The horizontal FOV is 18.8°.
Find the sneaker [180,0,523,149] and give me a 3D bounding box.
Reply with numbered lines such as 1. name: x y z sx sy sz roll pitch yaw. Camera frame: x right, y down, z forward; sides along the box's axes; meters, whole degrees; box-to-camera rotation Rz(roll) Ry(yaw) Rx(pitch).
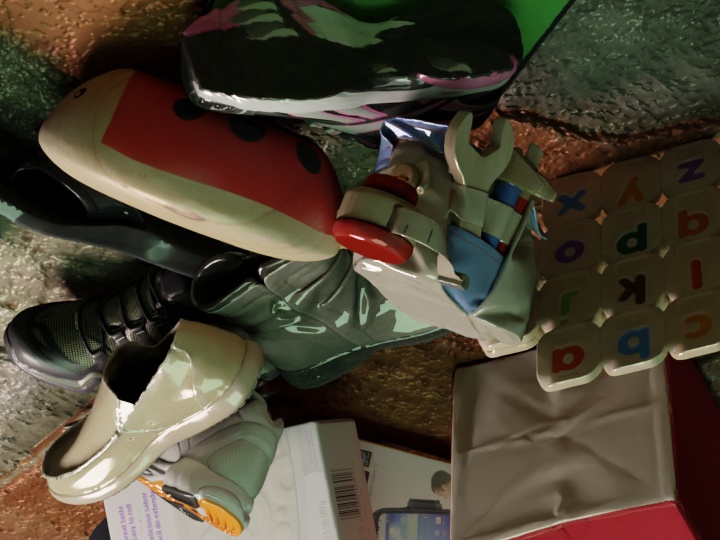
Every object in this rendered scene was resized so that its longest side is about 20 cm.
1. sneaker: -0.007 -0.104 1.285 0.199 0.081 0.086 2 145 -3

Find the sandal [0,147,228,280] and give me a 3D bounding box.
1. sandal: -0.167 -0.048 1.386 0.200 0.075 0.048 17 111 -35

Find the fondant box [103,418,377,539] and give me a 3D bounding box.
1. fondant box: -0.086 0.199 1.592 0.199 0.145 0.058 -16 171 30

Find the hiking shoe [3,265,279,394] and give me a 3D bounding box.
1. hiking shoe: -0.142 0.025 1.480 0.199 0.076 0.101 -3 136 -13

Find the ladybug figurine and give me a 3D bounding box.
1. ladybug figurine: -0.093 -0.066 1.313 0.199 0.136 0.072 21 98 -3

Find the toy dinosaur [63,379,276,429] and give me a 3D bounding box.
1. toy dinosaur: -0.120 0.100 1.587 0.200 0.048 0.088 -12 164 43

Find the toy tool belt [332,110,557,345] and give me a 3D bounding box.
1. toy tool belt: 0.049 -0.043 1.265 0.125 0.123 0.200 15 168 25

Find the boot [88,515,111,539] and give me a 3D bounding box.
1. boot: -0.118 0.182 1.703 0.200 0.075 0.097 -36 156 26

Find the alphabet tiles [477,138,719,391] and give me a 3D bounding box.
1. alphabet tiles: 0.168 -0.004 1.336 0.199 0.196 0.015 -15 127 17

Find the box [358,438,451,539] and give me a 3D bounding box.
1. box: 0.024 0.196 1.656 0.199 0.120 0.041 16 170 -27

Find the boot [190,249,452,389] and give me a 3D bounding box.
1. boot: 0.000 0.000 1.408 0.200 0.068 0.131 -29 142 11

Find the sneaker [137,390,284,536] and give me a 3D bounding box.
1. sneaker: -0.103 0.120 1.483 0.076 0.092 0.200 38 168 -22

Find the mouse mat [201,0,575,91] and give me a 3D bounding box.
1. mouse mat: 0.024 -0.166 1.272 0.199 0.008 0.161 16 140 -20

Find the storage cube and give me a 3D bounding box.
1. storage cube: 0.173 0.165 1.567 0.170 0.200 0.180 -16 134 20

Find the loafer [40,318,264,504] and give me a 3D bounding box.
1. loafer: -0.148 0.086 1.436 0.200 0.076 0.068 -35 114 31
